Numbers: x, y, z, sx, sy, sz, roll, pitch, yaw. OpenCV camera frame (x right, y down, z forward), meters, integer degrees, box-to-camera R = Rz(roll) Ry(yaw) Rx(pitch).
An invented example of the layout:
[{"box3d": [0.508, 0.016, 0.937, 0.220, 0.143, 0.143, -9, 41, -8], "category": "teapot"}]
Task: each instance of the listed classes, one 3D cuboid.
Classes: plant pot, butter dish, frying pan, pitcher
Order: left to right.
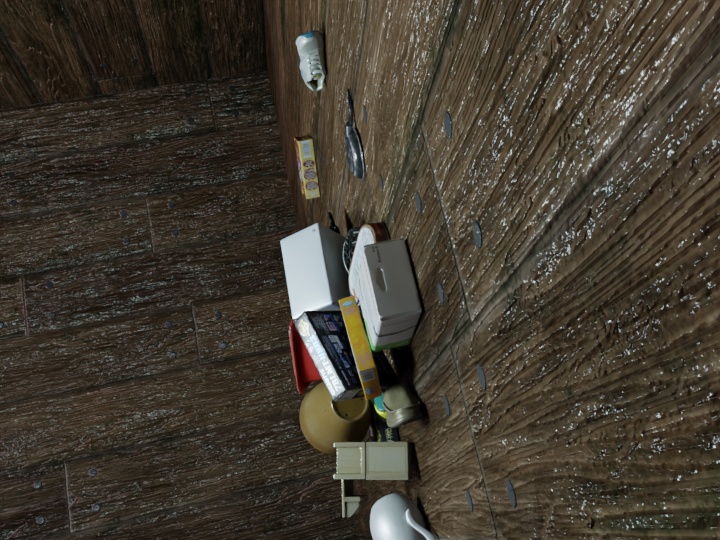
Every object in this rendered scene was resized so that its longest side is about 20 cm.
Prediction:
[{"box3d": [-0.089, 0.189, 1.948, 0.200, 0.145, 0.204, -51, -43, -67], "category": "butter dish"}, {"box3d": [-0.044, 0.340, 1.855, 0.200, 0.182, 0.190, 124, 135, -66], "category": "plant pot"}, {"box3d": [-0.017, -0.294, 1.697, 0.116, 0.030, 0.193, -115, 14, -56], "category": "frying pan"}, {"box3d": [0.105, 0.574, 1.638, 0.201, 0.119, 0.174, 60, 139, 41], "category": "pitcher"}]

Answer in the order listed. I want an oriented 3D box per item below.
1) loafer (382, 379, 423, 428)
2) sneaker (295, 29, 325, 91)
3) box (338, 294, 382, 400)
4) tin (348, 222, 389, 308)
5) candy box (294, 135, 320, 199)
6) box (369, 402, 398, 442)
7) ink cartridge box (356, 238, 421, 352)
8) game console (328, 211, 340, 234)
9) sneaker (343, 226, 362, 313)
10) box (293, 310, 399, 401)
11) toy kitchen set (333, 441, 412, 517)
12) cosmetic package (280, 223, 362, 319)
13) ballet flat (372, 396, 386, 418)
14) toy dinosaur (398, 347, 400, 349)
[{"box3d": [0.076, 0.266, 1.538, 0.200, 0.075, 0.069, 175, 78, -81], "category": "loafer"}, {"box3d": [-0.121, -0.548, 1.980, 0.200, 0.075, 0.082, 87, 162, -73], "category": "sneaker"}, {"box3d": [-0.004, 0.149, 1.568, 0.120, 0.041, 0.202, 78, 174, -52], "category": "box"}, {"box3d": [0.016, -0.009, 1.601, 0.113, 0.041, 0.203, -111, 27, -46], "category": "tin"}, {"box3d": [-0.187, -0.363, 2.666, 0.117, 0.055, 0.204, -127, 27, -71], "category": "candy box"}, {"box3d": [0.059, 0.417, 1.922, 0.200, 0.048, 0.165, 139, 125, -80], "category": "box"}, {"box3d": [0.050, 0.051, 1.436, 0.201, 0.082, 0.148, 100, 158, -68], "category": "ink cartridge box"}, {"box3d": [-0.084, -0.026, 2.052, 0.115, 0.175, 0.203, 15, 133, 50], "category": "game console"}, {"box3d": [0.000, 0.000, 1.771, 0.079, 0.072, 0.205, -124, 25, -82], "category": "sneaker"}, {"box3d": [-0.028, 0.179, 1.656, 0.050, 0.197, 0.202, -43, 65, 27], "category": "box"}, {"box3d": [0.046, 0.478, 1.746, 0.200, 0.176, 0.167, 35, -128, -70], "category": "toy kitchen set"}, {"box3d": [-0.079, 0.022, 1.829, 0.199, 0.121, 0.203, 25, -132, -57], "category": "cosmetic package"}, {"box3d": [0.043, 0.273, 1.838, 0.067, 0.066, 0.202, 55, -169, -48], "category": "ballet flat"}, {"box3d": [0.036, 0.078, 1.656, 0.101, 0.057, 0.205, 141, 118, -79], "category": "toy dinosaur"}]
